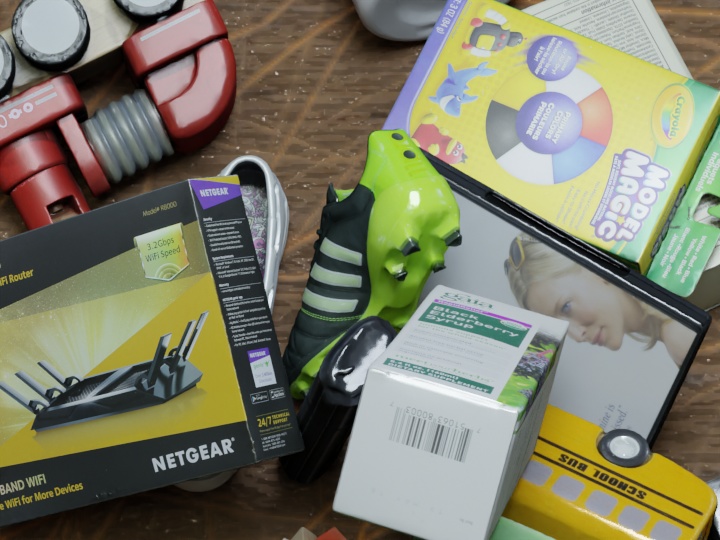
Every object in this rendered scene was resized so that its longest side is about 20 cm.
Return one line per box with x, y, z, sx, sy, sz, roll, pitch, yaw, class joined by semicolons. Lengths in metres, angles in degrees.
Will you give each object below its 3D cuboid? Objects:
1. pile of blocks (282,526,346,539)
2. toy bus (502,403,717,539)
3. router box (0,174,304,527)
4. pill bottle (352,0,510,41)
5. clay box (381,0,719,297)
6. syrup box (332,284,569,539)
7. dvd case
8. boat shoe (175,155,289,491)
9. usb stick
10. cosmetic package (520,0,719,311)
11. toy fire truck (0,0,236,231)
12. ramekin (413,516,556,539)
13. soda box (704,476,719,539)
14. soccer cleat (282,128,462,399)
-0.029;0.181;1.391;0.082;0.200;0.062;42;106;9;pile of blocks
0.100;0.120;1.466;0.199;0.065;0.078;24;45;17;toy bus
-0.140;0.048;1.455;0.199;0.052;0.158;-17;86;31;router box
0.023;-0.256;1.616;0.119;0.120;0.201;-19;68;-6;pill bottle
0.121;-0.074;1.499;0.199;0.048;0.115;23;77;18;clay box
0.050;0.072;1.343;0.078;0.200;0.082;16;105;8;syrup box
0.089;0.033;1.492;0.199;0.143;0.018;31;37;14;dvd case
-0.080;0.027;1.529;0.072;0.069;0.201;15;69;8;boat shoe
-0.014;0.074;1.437;0.033;0.200;0.056;33;71;3;usb stick
0.160;-0.069;1.559;0.103;0.073;0.201;-22;69;-6;cosmetic package
-0.143;-0.075;1.558;0.175;0.129;0.201;-26;85;-6;toy fire truck
0.100;0.211;1.384;0.199;0.200;0.098;25;78;12;ramekin
0.253;0.206;1.449;0.070;0.063;0.201;-19;69;-6;soda box
0.000;0.000;1.480;0.067;0.200;0.081;-8;58;-31;soccer cleat
